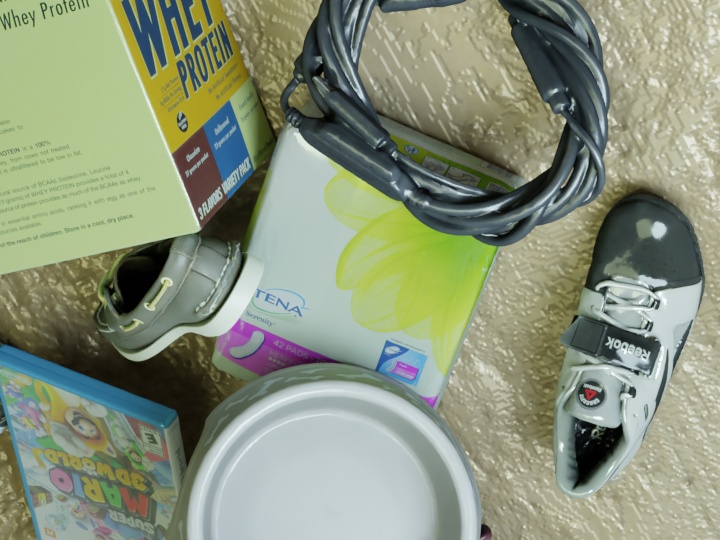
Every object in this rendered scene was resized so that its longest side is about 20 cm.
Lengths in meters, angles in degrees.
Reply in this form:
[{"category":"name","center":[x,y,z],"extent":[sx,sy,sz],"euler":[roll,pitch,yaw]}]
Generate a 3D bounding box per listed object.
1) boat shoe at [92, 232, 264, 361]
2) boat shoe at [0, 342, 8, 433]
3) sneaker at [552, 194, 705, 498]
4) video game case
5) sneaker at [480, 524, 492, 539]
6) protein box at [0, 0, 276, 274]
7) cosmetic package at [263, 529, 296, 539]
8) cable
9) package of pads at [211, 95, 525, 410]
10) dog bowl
[{"category":"boat shoe","center":[-0.129,0.011,1.390],"extent":[0.060,0.072,0.202],"euler":[32,159,-20]},{"category":"boat shoe","center":[-0.306,0.032,1.506],"extent":[0.200,0.072,0.068],"euler":[45,123,-8]},{"category":"sneaker","center":[0.160,0.053,1.343],"extent":[0.074,0.089,0.200],"euler":[15,117,14]},{"category":"video game case","center":[-0.176,0.146,1.496],"extent":[0.143,0.018,0.200],"euler":[19,139,23]},{"category":"sneaker","center":[-0.003,0.155,1.465],"extent":[0.200,0.076,0.116],"euler":[24,116,-5]},{"category":"protein box","center":[-0.192,-0.122,1.353],"extent":[0.198,0.135,0.200],"euler":[-12,111,25]},{"category":"cosmetic package","center":[0.014,0.243,1.401],"extent":[0.200,0.085,0.108],"euler":[22,90,-3]},{"category":"cable","center":[0.063,-0.108,1.288],"extent":[0.200,0.051,0.163],"euler":[32,88,8]},{"category":"package of pads","center":[0.000,0.000,1.384],"extent":[0.154,0.068,0.200],"euler":[24,120,6]},{"category":"dog bowl","center":[-0.019,0.155,1.331],"extent":[0.200,0.059,0.200],"euler":[1,85,-6]}]
